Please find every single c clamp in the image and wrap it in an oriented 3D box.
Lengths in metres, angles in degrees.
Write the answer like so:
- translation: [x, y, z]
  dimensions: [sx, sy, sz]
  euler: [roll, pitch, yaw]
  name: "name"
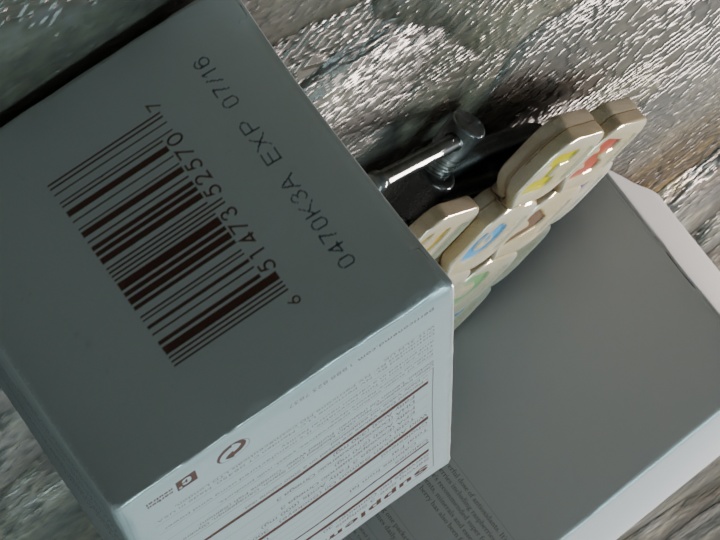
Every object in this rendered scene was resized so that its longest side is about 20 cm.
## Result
- translation: [0.000, 0.000, 1.088]
  dimensions: [0.171, 0.027, 0.200]
  euler: [-27, 160, -50]
  name: "c clamp"

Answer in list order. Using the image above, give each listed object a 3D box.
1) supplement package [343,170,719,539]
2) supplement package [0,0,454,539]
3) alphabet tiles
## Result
- translation: [0.084, 0.066, 1.270]
  dimensions: [0.200, 0.121, 0.120]
  euler: [-40, 165, 12]
  name: "supplement package"
- translation: [-0.049, 0.022, 0.862]
  dimensions: [0.117, 0.117, 0.200]
  euler: [-35, 165, -10]
  name: "supplement package"
- translation: [0.032, 0.007, 1.114]
  dimensions: [0.200, 0.015, 0.196]
  euler: [-46, 168, 23]
  name: "alphabet tiles"
